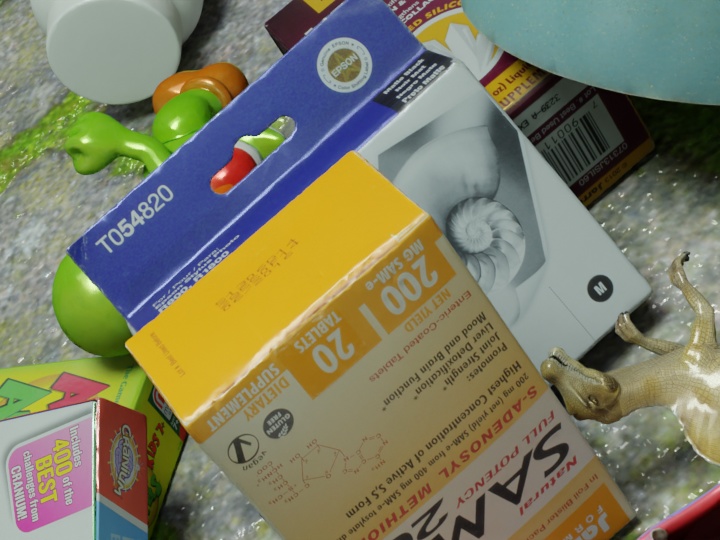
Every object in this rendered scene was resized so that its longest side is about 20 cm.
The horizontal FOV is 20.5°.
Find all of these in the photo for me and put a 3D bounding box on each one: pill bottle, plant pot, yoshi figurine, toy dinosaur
[{"bbox_3d":[-0.155,-0.201,1.282,0.112,0.112,0.201,-22,42,16],"label":"pill bottle"},{"bbox_3d":[0.155,-0.181,0.949,0.199,0.135,0.200,6,28,-3],"label":"plant pot"},{"bbox_3d":[-0.108,-0.024,1.053,0.112,0.112,0.200,16,33,3],"label":"yoshi figurine"},{"bbox_3d":[0.178,0.046,0.851,0.199,0.058,0.101,5,50,9],"label":"toy dinosaur"}]

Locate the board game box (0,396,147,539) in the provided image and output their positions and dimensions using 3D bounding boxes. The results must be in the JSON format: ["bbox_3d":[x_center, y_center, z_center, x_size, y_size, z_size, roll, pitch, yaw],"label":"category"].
[{"bbox_3d":[-0.194,0.156,0.971,0.199,0.040,0.154,-13,68,28],"label":"board game box"}]

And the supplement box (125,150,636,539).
[{"bbox_3d":[0.013,0.068,0.829,0.126,0.200,0.074,-41,36,-4],"label":"supplement box"}]

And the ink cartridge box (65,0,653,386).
[{"bbox_3d":[0.000,0.000,0.922,0.200,0.200,0.041,-43,2,-7],"label":"ink cartridge box"}]

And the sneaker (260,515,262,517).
[{"bbox_3d":[-0.036,0.034,0.995,0.066,0.079,0.201,-14,46,22],"label":"sneaker"}]

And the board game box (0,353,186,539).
[{"bbox_3d":[-0.192,0.105,1.061,0.199,0.048,0.102,-8,47,30],"label":"board game box"}]

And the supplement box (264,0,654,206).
[{"bbox_3d":[0.048,-0.099,1.056,0.110,0.086,0.200,-40,40,-4],"label":"supplement box"}]

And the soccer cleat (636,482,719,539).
[{"bbox_3d":[0.108,0.144,0.786,0.200,0.073,0.068,-39,40,-3],"label":"soccer cleat"}]
